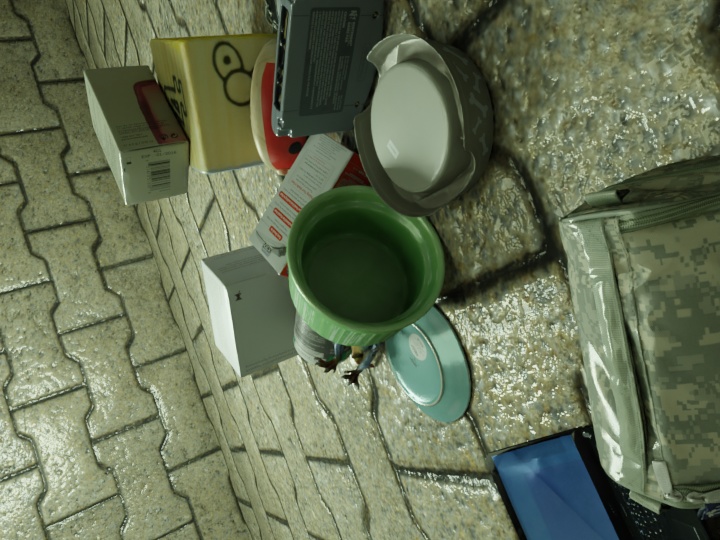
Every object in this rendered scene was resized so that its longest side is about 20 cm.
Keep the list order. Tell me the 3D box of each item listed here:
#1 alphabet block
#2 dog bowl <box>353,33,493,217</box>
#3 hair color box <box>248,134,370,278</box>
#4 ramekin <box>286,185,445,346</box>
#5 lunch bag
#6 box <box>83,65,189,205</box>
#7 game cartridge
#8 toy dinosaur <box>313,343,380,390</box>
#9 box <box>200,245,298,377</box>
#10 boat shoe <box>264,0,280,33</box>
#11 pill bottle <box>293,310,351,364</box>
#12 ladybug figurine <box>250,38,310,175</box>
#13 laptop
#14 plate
[{"bbox_3d":[-0.226,-0.295,0.895,0.196,0.195,0.201,29,129,48],"label":"alphabet block"},{"bbox_3d":[0.069,-0.164,0.598,0.200,0.058,0.201,36,135,47],"label":"dog bowl"},{"bbox_3d":[-0.073,-0.095,0.772,0.111,0.064,0.200,41,102,42],"label":"hair color box"},{"bbox_3d":[0.000,0.000,0.674,0.201,0.199,0.098,62,156,18],"label":"ramekin"},{"bbox_3d":[0.215,0.032,0.345,0.139,0.167,0.201,0,106,60],"label":"lunch bag"},{"bbox_3d":[-0.379,-0.233,0.888,0.200,0.109,0.128,59,149,23],"label":"box"},{"bbox_3d":[-0.040,-0.265,0.651,0.041,0.133,0.200,59,148,35],"label":"game cartridge"},{"bbox_3d":[-0.002,0.085,0.810,0.105,0.200,0.182,32,104,10],"label":"toy dinosaur"},{"bbox_3d":[-0.176,0.062,0.996,0.131,0.198,0.201,34,133,48],"label":"box"},{"bbox_3d":[-0.107,-0.384,0.760,0.068,0.073,0.200,-42,69,54],"label":"boat shoe"},{"bbox_3d":[-0.051,0.058,0.868,0.113,0.113,0.201,50,145,34],"label":"pill bottle"},{"bbox_3d":[-0.107,-0.247,0.794,0.072,0.136,0.201,9,106,25],"label":"ladybug figurine"},{"bbox_3d":[0.230,0.254,0.500,0.200,0.103,0.178,116,131,-77],"label":"laptop"},{"bbox_3d":[0.084,0.132,0.769,0.200,0.025,0.201,37,136,47],"label":"plate"}]
